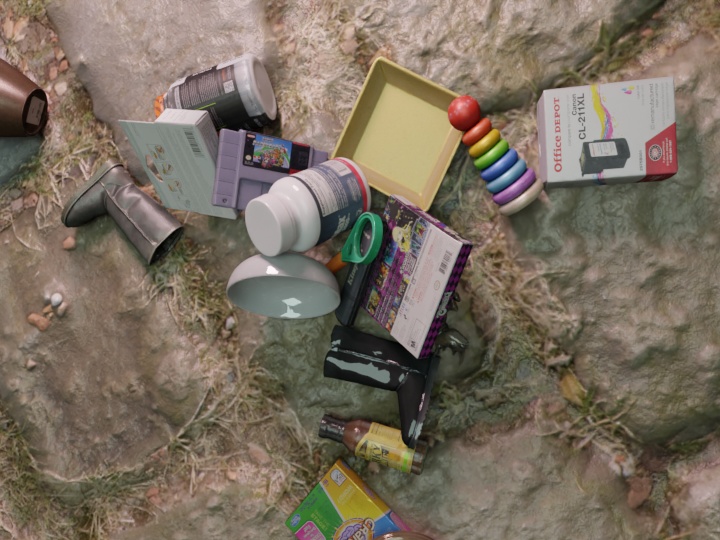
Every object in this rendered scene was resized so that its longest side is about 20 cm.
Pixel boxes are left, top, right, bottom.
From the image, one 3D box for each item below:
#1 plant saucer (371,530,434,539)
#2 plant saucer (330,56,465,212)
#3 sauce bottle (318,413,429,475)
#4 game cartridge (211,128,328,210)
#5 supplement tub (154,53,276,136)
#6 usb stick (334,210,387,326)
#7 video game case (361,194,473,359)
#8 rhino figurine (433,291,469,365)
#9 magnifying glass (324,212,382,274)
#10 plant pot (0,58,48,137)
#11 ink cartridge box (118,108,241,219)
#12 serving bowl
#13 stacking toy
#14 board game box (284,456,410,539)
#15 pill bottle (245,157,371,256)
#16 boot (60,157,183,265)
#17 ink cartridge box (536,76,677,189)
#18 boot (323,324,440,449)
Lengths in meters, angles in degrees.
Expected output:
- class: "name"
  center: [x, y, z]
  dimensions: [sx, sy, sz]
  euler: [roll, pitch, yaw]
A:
- class: "plant saucer"
  center: [0.070, 0.546, 1.049]
  dimensions: [0.193, 0.030, 0.207]
  euler: [-1, 104, -3]
- class: "plant saucer"
  center: [0.074, -0.231, 1.054]
  dimensions: [0.196, 0.048, 0.205]
  euler: [28, 97, 11]
- class: "sauce bottle"
  center: [0.021, 0.301, 1.070]
  dimensions: [0.194, 0.065, 0.067]
  euler: [13, 94, 13]
- class: "game cartridge"
  center: [-0.154, -0.163, 1.055]
  dimensions: [0.194, 0.038, 0.134]
  euler: [6, 97, -28]
- class: "supplement tub"
  center: [-0.258, -0.295, 1.086]
  dimensions: [0.194, 0.122, 0.127]
  euler: [-15, 88, 11]
- class: "usb stick"
  center: [0.000, 0.000, 1.037]
  dimensions: [0.032, 0.056, 0.205]
  euler: [10, 112, -25]
- class: "video game case"
  center: [0.080, 0.007, 0.996]
  dimensions: [0.180, 0.035, 0.205]
  euler: [38, 118, 42]
- class: "rhino figurine"
  center: [0.128, 0.067, 1.041]
  dimensions: [0.086, 0.059, 0.205]
  euler: [-27, 85, 27]
- class: "magnifying glass"
  center: [-0.018, -0.032, 1.024]
  dimensions: [0.022, 0.199, 0.082]
  euler: [9, 65, -25]
- class: "plant pot"
  center: [-0.719, -0.337, 1.171]
  dimensions: [0.194, 0.187, 0.193]
  euler: [17, 95, -4]
- class: "ink cartridge box"
  center: [-0.311, -0.188, 1.077]
  dimensions: [0.169, 0.203, 0.044]
  euler: [11, 50, 25]
- class: "serving bowl"
  center: [-0.129, 0.019, 1.041]
  dimensions: [0.193, 0.201, 0.068]
  euler: [-4, 65, 12]
- class: "stacking toy"
  center: [0.212, -0.194, 0.985]
  dimensions: [0.084, 0.086, 0.202]
  euler: [-34, 98, 10]
- class: "board game box"
  center: [-0.017, 0.466, 1.092]
  dimensions: [0.199, 0.040, 0.154]
  euler: [42, 99, 8]
- class: "pill bottle"
  center: [-0.085, -0.100, 0.989]
  dimensions: [0.118, 0.198, 0.123]
  euler: [23, 127, 35]
- class: "boot"
  center: [-0.457, -0.088, 1.168]
  dimensions: [0.182, 0.073, 0.201]
  euler: [-43, 89, 11]
- class: "ink cartridge box"
  center: [0.387, -0.214, 0.969]
  dimensions: [0.193, 0.083, 0.151]
  euler: [-3, 91, 11]
- class: "boot"
  center: [0.025, 0.196, 1.051]
  dimensions: [0.194, 0.066, 0.169]
  euler: [16, 69, 7]
